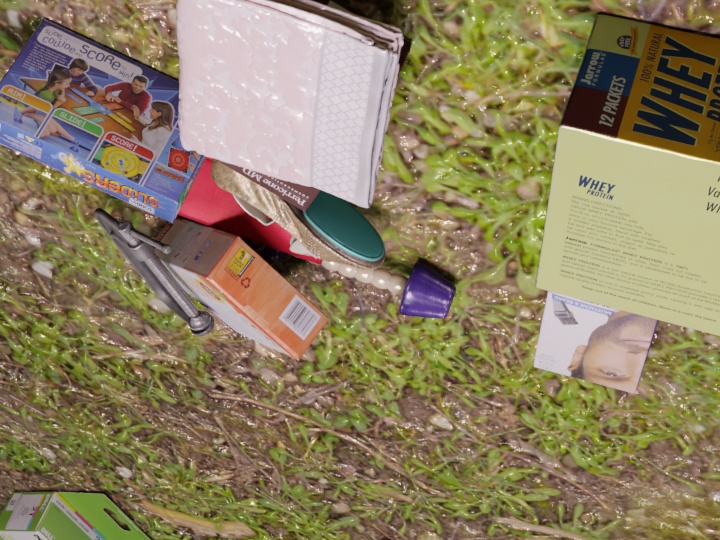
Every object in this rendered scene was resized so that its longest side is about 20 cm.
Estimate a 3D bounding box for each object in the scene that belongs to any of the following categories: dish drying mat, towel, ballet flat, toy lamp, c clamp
[{"bbox_3d":[-0.121,-0.073,1.430,0.198,0.018,0.078,19,106,4],"label":"dish drying mat"},{"bbox_3d":[-0.066,-0.149,1.199,0.189,0.032,0.201,19,142,8],"label":"towel"},{"bbox_3d":[-0.064,-0.059,1.391,0.200,0.071,0.065,41,131,2],"label":"ballet flat"},{"bbox_3d":[0.000,0.000,1.457,0.198,0.059,0.058,19,143,4],"label":"toy lamp"},{"bbox_3d":[-0.209,0.007,1.470,0.170,0.027,0.201,32,162,39],"label":"c clamp"}]

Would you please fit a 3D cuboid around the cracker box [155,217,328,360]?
[{"bbox_3d":[-0.132,0.015,1.474,0.134,0.058,0.199,43,168,-25],"label":"cracker box"}]

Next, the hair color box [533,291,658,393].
[{"bbox_3d":[0.234,0.027,1.363,0.108,0.065,0.201,14,144,10],"label":"hair color box"}]

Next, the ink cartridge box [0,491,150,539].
[{"bbox_3d":[-0.435,0.407,2.169,0.198,0.076,0.148,-6,135,35],"label":"ink cartridge box"}]

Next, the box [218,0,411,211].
[{"bbox_3d":[-0.045,-0.150,1.284,0.099,0.075,0.200,29,145,-8],"label":"box"}]

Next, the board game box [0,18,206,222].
[{"bbox_3d":[-0.238,-0.143,1.340,0.198,0.136,0.035,25,143,-2],"label":"board game box"}]

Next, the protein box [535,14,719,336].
[{"bbox_3d":[0.261,-0.073,1.165,0.196,0.136,0.201,15,143,12],"label":"protein box"}]
